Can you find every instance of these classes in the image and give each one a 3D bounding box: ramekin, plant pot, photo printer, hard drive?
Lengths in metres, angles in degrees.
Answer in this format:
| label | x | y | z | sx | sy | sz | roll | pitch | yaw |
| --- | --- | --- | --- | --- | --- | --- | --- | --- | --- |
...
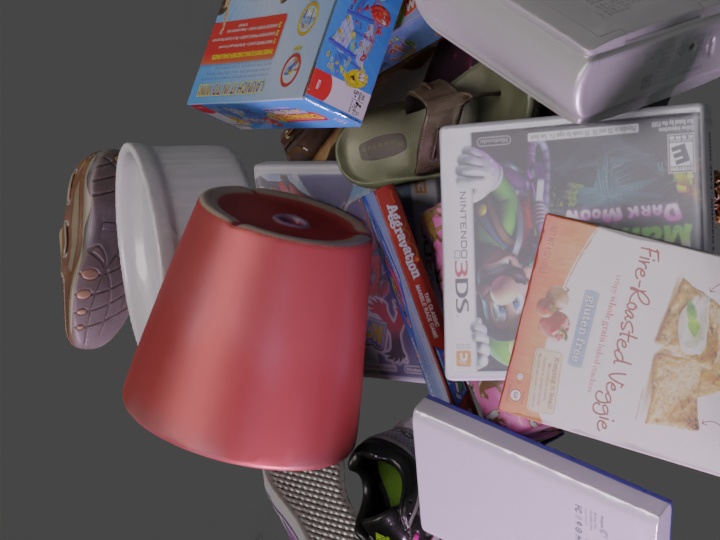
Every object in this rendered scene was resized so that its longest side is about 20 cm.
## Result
| label | x | y | z | sx | sy | sz | roll | pitch | yaw |
| --- | --- | --- | --- | --- | --- | --- | --- | --- | --- |
| ramekin | -0.152 | -0.018 | 1.520 | 0.200 | 0.097 | 0.202 | 174 | 90 | -73 |
| plant pot | -0.077 | 0.038 | 1.359 | 0.200 | 0.200 | 0.178 | 30 | 111 | 43 |
| photo printer | 0.145 | -0.187 | 1.187 | 0.200 | 0.166 | 0.070 | 40 | 139 | 39 |
| hard drive | 0.130 | 0.178 | 1.237 | 0.199 | 0.025 | 0.132 | 22 | 137 | 29 |

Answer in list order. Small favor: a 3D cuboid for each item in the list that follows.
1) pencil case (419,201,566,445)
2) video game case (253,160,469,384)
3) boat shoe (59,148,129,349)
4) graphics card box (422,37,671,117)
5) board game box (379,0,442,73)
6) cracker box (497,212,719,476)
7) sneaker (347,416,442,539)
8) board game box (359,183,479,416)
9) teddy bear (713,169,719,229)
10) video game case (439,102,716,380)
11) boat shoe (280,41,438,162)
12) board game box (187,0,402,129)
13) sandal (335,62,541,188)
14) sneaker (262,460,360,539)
| label | x | y | z | sx | sy | sz | roll | pitch | yaw |
| --- | --- | --- | --- | --- | --- | --- | --- | --- | --- |
| pencil case | 0.111 | 0.031 | 1.278 | 0.083 | 0.086 | 0.201 | -26 | 74 | 29 |
| video game case | 0.000 | 0.000 | 1.409 | 0.199 | 0.023 | 0.183 | 3 | 106 | 41 |
| boat shoe | -0.266 | -0.022 | 1.714 | 0.072 | 0.075 | 0.201 | 8 | 88 | 51 |
| graphics card box | 0.134 | -0.133 | 1.283 | 0.200 | 0.051 | 0.126 | 42 | 120 | 38 |
| board game box | 0.036 | -0.258 | 1.345 | 0.151 | 0.036 | 0.201 | -25 | 51 | 45 |
| cracker box | 0.201 | 0.051 | 1.093 | 0.199 | 0.058 | 0.135 | 15 | 94 | 21 |
| sneaker | 0.041 | 0.217 | 1.366 | 0.074 | 0.087 | 0.201 | -32 | 68 | 43 |
| board game box | 0.046 | 0.033 | 1.312 | 0.103 | 0.019 | 0.201 | 173 | 77 | -82 |
| teddy bear | 0.193 | 0.011 | 1.198 | 0.144 | 0.067 | 0.201 | 3 | 89 | 28 |
| video game case | 0.147 | -0.016 | 1.174 | 0.199 | 0.023 | 0.183 | -2 | 88 | 30 |
| boat shoe | -0.006 | -0.144 | 1.419 | 0.200 | 0.070 | 0.071 | -45 | 65 | 39 |
| board game box | -0.041 | -0.212 | 1.341 | 0.200 | 0.056 | 0.197 | 7 | 77 | 59 |
| sandal | 0.053 | -0.106 | 1.286 | 0.200 | 0.057 | 0.080 | -20 | 77 | 37 |
| sneaker | -0.038 | 0.227 | 1.469 | 0.201 | 0.072 | 0.115 | -113 | 16 | -46 |
